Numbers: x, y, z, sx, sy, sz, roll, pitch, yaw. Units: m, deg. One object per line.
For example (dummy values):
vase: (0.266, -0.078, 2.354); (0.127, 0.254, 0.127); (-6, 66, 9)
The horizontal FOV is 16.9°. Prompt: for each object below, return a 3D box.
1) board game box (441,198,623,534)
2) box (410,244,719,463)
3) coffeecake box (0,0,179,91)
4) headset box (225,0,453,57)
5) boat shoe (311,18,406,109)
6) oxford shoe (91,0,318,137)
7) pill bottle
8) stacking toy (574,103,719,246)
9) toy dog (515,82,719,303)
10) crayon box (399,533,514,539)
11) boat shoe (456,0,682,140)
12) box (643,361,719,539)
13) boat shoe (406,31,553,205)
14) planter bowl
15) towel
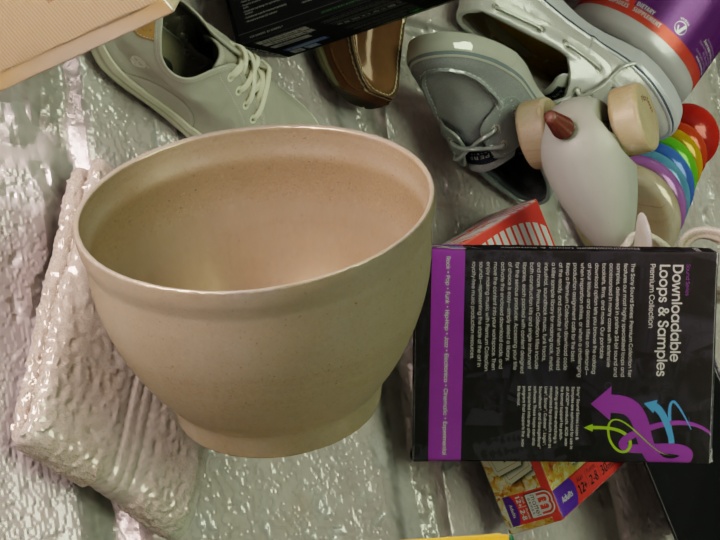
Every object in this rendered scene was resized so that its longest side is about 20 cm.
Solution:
board game box: (0.113, 0.064, 1.694); (0.151, 0.046, 0.200); (-31, 99, -60)
box: (0.134, 0.055, 1.596); (0.036, 0.200, 0.143); (-87, 178, -81)
coffeecake box: (-0.150, -0.212, 1.409); (0.073, 0.153, 0.200); (49, 42, -26)
headset box: (-0.014, -0.261, 1.574); (0.093, 0.174, 0.200); (-1, 74, -72)
boat shoe: (0.005, -0.213, 1.669); (0.076, 0.074, 0.200); (14, 64, -48)
oxford shoe: (-0.085, -0.116, 1.529); (0.200, 0.058, 0.075); (33, 48, -42)
pill bottle: (0.256, -0.232, 1.901); (0.112, 0.112, 0.200); (44, 74, -30)
stacking toy: (0.238, -0.078, 1.902); (0.085, 0.085, 0.200); (62, 34, -11)
toy dog: (0.160, -0.039, 1.642); (0.096, 0.132, 0.200); (2, 56, -62)
crayon box: (-0.008, 0.218, 1.371); (0.058, 0.200, 0.119); (84, 2, -70)
boat shoe: (0.152, -0.145, 1.813); (0.202, 0.075, 0.086); (39, 54, -18)
box: (0.232, 0.104, 1.763); (0.141, 0.079, 0.200); (-85, 153, -83)
boat shoe: (0.094, -0.103, 1.719); (0.201, 0.070, 0.072); (37, 50, -54)
planter bowl: (-0.054, 0.020, 1.366); (0.200, 0.200, 0.135); (-45, 138, -50)
towel: (-0.135, 0.044, 1.416); (0.133, 0.034, 0.200); (36, 50, -35)
